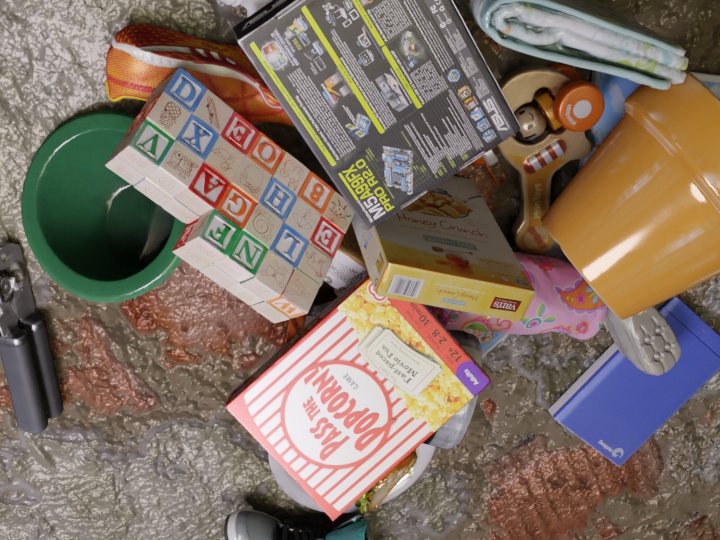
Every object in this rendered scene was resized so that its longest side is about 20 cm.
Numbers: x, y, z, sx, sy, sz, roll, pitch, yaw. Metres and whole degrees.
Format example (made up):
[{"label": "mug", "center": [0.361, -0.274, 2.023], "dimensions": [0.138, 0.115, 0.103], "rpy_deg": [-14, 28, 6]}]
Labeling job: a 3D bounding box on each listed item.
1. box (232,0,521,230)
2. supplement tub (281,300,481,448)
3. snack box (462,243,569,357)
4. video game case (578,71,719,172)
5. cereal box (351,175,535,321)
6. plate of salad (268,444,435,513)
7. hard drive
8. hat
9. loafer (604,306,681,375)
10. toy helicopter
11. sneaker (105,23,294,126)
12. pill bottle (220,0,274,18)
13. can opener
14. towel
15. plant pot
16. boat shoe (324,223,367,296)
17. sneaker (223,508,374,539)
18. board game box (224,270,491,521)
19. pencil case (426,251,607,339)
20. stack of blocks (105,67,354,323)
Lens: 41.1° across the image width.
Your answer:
[{"label": "box", "center": [0.017, -0.155, 0.784], "dimensions": [0.160, 0.044, 0.200], "rpy_deg": [-33, 119, 6]}, {"label": "supplement tub", "center": [0.015, 0.102, 0.983], "dimensions": [0.199, 0.123, 0.123], "rpy_deg": [14, 113, -5]}, {"label": "snack box", "center": [0.147, 0.038, 1.053], "dimensions": [0.200, 0.024, 0.072], "rpy_deg": [-42, 119, 8]}, {"label": "video game case", "center": [0.322, -0.115, 0.999], "dimensions": [0.199, 0.022, 0.183], "rpy_deg": [3, 101, -15]}, {"label": "cereal box", "center": [0.065, -0.036, 0.895], "dimensions": [0.143, 0.200, 0.040], "rpy_deg": [10, 122, -20]}, {"label": "plate of salad", "center": [-0.005, 0.200, 1.083], "dimensions": [0.199, 0.048, 0.201], "rpy_deg": [-6, 118, -11]}, {"label": "hard drive", "center": [0.338, 0.132, 1.148], "dimensions": [0.132, 0.025, 0.200], "rpy_deg": [36, 103, -27]}, {"label": "hat", "center": [-0.199, -0.043, 0.929], "dimensions": [0.166, 0.176, 0.200], "rpy_deg": [-42, 79, 7]}, {"label": "loafer", "center": [0.284, 0.025, 1.057], "dimensions": [0.070, 0.070, 0.201], "rpy_deg": [-29, 102, -16]}, {"label": "toy helicopter", "center": [0.165, -0.104, 0.958], "dimensions": [0.131, 0.079, 0.201], "rpy_deg": [-9, 119, -6]}, {"label": "sneaker", "center": [-0.129, -0.163, 0.868], "dimensions": [0.199, 0.073, 0.077], "rpy_deg": [14, 128, -13]}, {"label": "pill bottle", "center": [-0.025, -0.229, 0.825], "dimensions": [0.199, 0.113, 0.113], "rpy_deg": [23, 108, -23]}, {"label": "can opener", "center": [-0.344, 0.064, 0.938], "dimensions": [0.066, 0.053, 0.201], "rpy_deg": [8, 119, 18]}, {"label": "towel", "center": [0.171, -0.221, 0.846], "dimensions": [0.199, 0.171, 0.048], "rpy_deg": [13, 114, -20]}, {"label": "plant pot", "center": [0.279, -0.058, 0.901], "dimensions": [0.183, 0.201, 0.200], "rpy_deg": [-40, 119, 13]}, {"label": "boat shoe", "center": [0.000, 0.000, 0.979], "dimensions": [0.200, 0.071, 0.069], "rpy_deg": [33, 129, -31]}, {"label": "sneaker", "center": [-0.049, 0.315, 1.089], "dimensions": [0.120, 0.084, 0.200], "rpy_deg": [-29, 130, 29]}, {"label": "board game box", "center": [-0.002, 0.110, 0.898], "dimensions": [0.200, 0.046, 0.152], "rpy_deg": [-42, 98, 5]}, {"label": "pencil case", "center": [0.154, 0.025, 0.974], "dimensions": [0.199, 0.087, 0.088], "rpy_deg": [4, 115, -26]}, {"label": "stack of blocks", "center": [-0.112, -0.059, 0.816], "dimensions": [0.200, 0.058, 0.116], "rpy_deg": [38, 61, -23]}]
